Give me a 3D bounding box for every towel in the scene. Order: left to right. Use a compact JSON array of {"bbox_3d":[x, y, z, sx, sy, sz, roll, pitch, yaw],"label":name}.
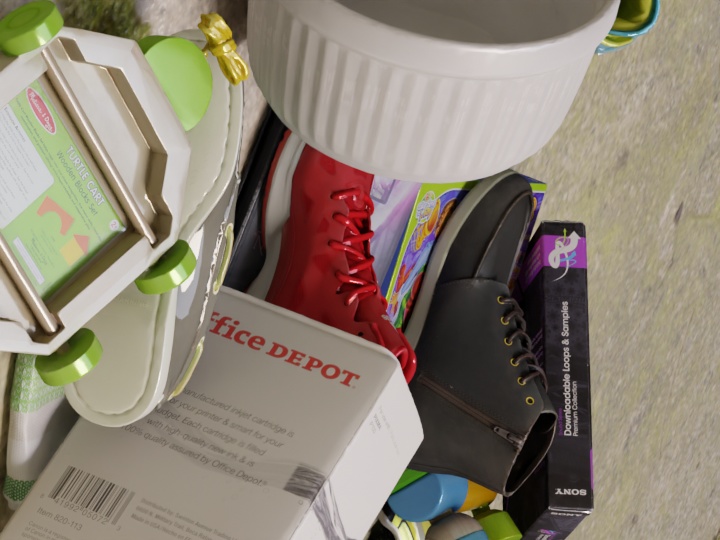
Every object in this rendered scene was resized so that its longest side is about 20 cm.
[{"bbox_3d":[-0.127,0.018,1.454,0.149,0.031,0.200,-27,133,-57],"label":"towel"}]

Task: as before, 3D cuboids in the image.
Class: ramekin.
[{"bbox_3d":[0.032,-0.136,1.469,0.200,0.200,0.105,-41,154,-46],"label":"ramekin"}]

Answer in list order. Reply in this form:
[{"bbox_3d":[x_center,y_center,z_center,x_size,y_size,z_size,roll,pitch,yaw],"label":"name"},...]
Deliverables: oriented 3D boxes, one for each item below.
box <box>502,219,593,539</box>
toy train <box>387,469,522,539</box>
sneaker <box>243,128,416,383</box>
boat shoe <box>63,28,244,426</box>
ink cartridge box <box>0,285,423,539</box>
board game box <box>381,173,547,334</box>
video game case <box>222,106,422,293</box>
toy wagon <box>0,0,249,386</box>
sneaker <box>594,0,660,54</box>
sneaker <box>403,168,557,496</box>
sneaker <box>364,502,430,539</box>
[{"bbox_3d":[0.123,0.084,1.859,0.143,0.036,0.200,114,-24,-68],"label":"box"},{"bbox_3d":[0.073,0.139,1.836,0.085,0.116,0.200,-31,167,22],"label":"toy train"},{"bbox_3d":[0.000,0.000,1.540,0.078,0.115,0.200,8,101,-52],"label":"sneaker"},{"bbox_3d":[-0.098,-0.022,1.384,0.060,0.072,0.202,-3,109,-73],"label":"boat shoe"},{"bbox_3d":[-0.078,0.120,1.428,0.200,0.146,0.083,-57,151,-25],"label":"ink cartridge box"},{"bbox_3d":[0.044,-0.001,1.773,0.200,0.045,0.135,-2,111,-64],"label":"board game box"},{"bbox_3d":[-0.018,-0.044,1.608,0.143,0.019,0.200,23,87,-53],"label":"video game case"},{"bbox_3d":[-0.133,-0.050,1.299,0.200,0.040,0.155,-44,123,-28],"label":"toy wagon"},{"bbox_3d":[0.140,-0.169,1.734,0.200,0.130,0.080,6,102,-66],"label":"sneaker"},{"bbox_3d":[0.090,0.040,1.715,0.200,0.106,0.075,-67,155,-8],"label":"sneaker"},{"bbox_3d":[0.003,0.238,1.864,0.076,0.075,0.200,7,92,-58],"label":"sneaker"}]
